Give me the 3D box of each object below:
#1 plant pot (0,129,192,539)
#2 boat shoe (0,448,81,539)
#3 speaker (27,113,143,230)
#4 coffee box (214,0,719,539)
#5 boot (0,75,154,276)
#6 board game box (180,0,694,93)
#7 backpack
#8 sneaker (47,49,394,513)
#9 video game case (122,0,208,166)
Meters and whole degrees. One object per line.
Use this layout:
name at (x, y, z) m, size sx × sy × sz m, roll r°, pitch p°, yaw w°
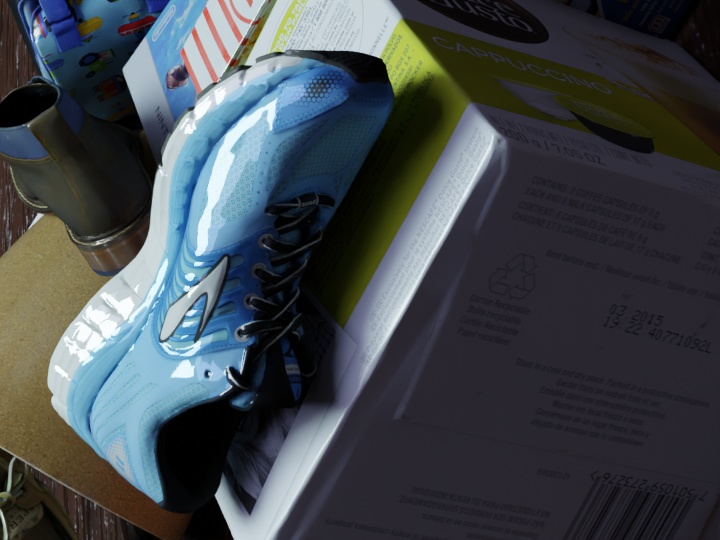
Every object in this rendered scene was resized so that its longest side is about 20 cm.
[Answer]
plant pot at (-0.134, 0.025, 1.224) m, size 0.200 × 0.186 × 0.186 m, roll -59°, pitch 30°, yaw -6°
boat shoe at (-0.194, 0.163, 1.252) m, size 0.063 × 0.200 × 0.073 m, roll 2°, pitch 45°, yaw 52°
speaker at (-0.180, -0.012, 1.388) m, size 0.200 × 0.081 × 0.081 m, roll -52°, pitch 37°, yaw 33°
coffee box at (0.052, 0.004, 0.877) m, size 0.200 × 0.199 × 0.198 m, roll -62°, pitch 33°, yaw 21°
boot at (-0.167, -0.078, 1.157) m, size 0.075 × 0.097 × 0.200 m, roll -38°, pitch 33°, yaw -8°
board game box at (0.043, -0.120, 0.948) m, size 0.152 × 0.200 × 0.046 m, roll -57°, pitch 37°, yaw 27°
backpack at (-0.114, -0.190, 1.271) m, size 0.183 × 0.199 × 0.135 m, roll 93°, pitch 154°, yaw -71°
sneaker at (-0.036, 0.007, 0.776) m, size 0.090 × 0.078 × 0.200 m, roll 51°, pitch 125°, yaw 32°
video game case at (-0.038, -0.105, 1.105) m, size 0.200 × 0.045 × 0.182 m, roll -50°, pitch 47°, yaw 33°
